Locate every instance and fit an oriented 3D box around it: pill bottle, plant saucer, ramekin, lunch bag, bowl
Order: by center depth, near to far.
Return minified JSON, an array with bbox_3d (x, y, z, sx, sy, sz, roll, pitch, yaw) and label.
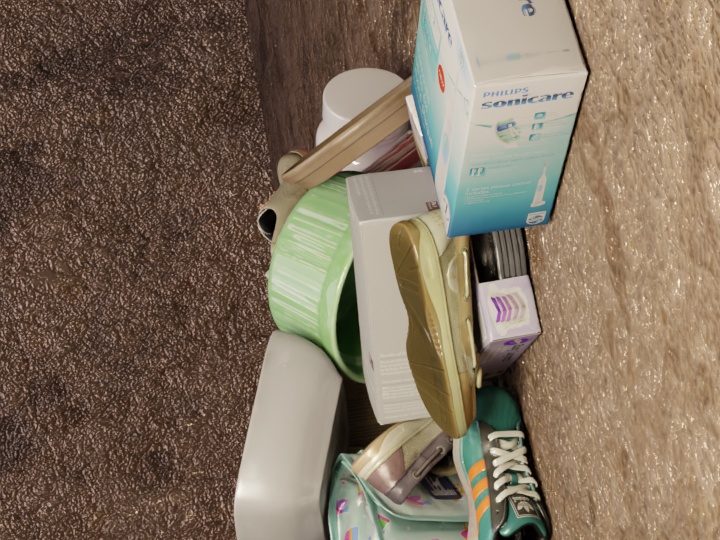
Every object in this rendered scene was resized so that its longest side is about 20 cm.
[{"bbox_3d":[0.064,0.260,1.564,0.122,0.169,0.201,-39,54,51],"label":"lunch bag"},{"bbox_3d":[0.012,-0.137,1.590,0.030,0.200,0.200,53,175,-6],"label":"plant saucer"},{"bbox_3d":[-0.059,0.177,1.599,0.200,0.074,0.201,83,-165,-57],"label":"bowl"},{"bbox_3d":[0.000,0.000,1.657,0.097,0.200,0.201,23,133,32],"label":"ramekin"},{"bbox_3d":[0.008,-0.112,1.853,0.114,0.112,0.201,-106,11,-46],"label":"pill bottle"}]

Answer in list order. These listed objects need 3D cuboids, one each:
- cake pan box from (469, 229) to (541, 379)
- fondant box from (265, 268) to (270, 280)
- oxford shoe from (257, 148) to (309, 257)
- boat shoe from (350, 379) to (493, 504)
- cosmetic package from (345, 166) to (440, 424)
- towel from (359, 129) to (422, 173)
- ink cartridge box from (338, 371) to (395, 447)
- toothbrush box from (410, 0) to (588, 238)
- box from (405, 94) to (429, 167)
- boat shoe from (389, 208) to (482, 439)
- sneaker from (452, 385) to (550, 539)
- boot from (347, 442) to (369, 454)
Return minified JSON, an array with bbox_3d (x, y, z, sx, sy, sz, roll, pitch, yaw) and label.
[{"bbox_3d":[0.102,-0.010,1.499,0.200,0.052,0.186,108,151,-74],"label":"cake pan box"},{"bbox_3d":[-0.011,0.054,1.905,0.200,0.058,0.144,51,-168,-1],"label":"fondant box"},{"bbox_3d":[-0.077,-0.074,1.823,0.200,0.073,0.071,-110,11,-62],"label":"oxford shoe"},{"bbox_3d":[0.070,0.158,1.551,0.065,0.200,0.072,53,127,10],"label":"boat shoe"},{"bbox_3d":[0.039,0.021,1.501,0.107,0.089,0.201,-107,8,-66],"label":"cosmetic package"},{"bbox_3d":[0.022,-0.033,1.791,0.030,0.146,0.201,23,133,32],"label":"towel"},{"bbox_3d":[0.011,0.146,1.780,0.075,0.198,0.166,-108,13,-60],"label":"ink cartridge box"},{"bbox_3d":[0.097,-0.140,1.258,0.200,0.085,0.147,98,162,-61],"label":"toothbrush box"},{"bbox_3d":[0.069,-0.121,1.517,0.200,0.041,0.039,67,-178,-81],"label":"box"},{"bbox_3d":[0.075,0.045,1.423,0.073,0.063,0.202,26,133,61],"label":"boat shoe"},{"bbox_3d":[0.131,0.198,1.485,0.080,0.071,0.202,-21,70,62],"label":"sneaker"},{"bbox_3d":[0.033,0.190,1.722,0.072,0.154,0.201,-101,27,-52],"label":"boot"}]
